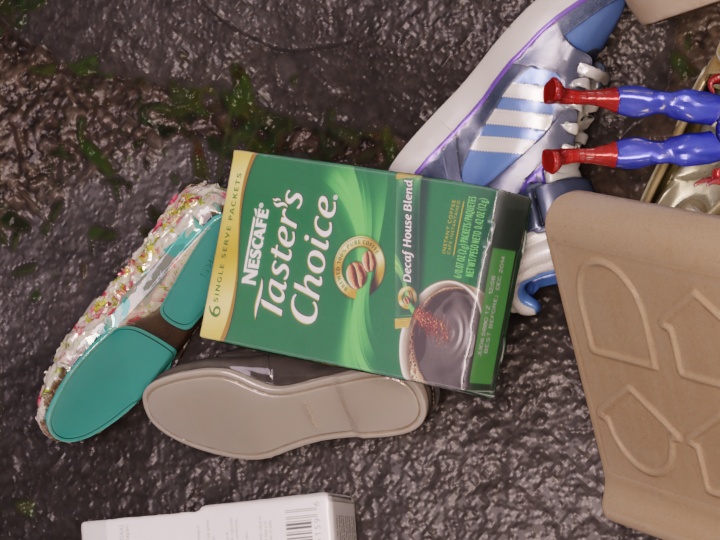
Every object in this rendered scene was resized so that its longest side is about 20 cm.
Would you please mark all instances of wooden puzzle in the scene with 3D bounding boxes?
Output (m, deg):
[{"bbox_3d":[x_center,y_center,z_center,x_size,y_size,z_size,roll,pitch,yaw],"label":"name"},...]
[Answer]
[{"bbox_3d":[0.186,0.058,1.454,0.185,0.046,0.201,14,119,57],"label":"wooden puzzle"}]

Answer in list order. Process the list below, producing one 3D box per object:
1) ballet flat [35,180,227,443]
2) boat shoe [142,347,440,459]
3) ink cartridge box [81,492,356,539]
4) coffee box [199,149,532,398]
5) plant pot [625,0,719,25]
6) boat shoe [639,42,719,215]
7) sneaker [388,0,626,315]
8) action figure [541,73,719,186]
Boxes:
[{"bbox_3d":[-0.139,0.024,1.663,0.200,0.076,0.064,-48,37,5],"label":"ballet flat"},{"bbox_3d":[-0.039,0.075,1.617,0.199,0.057,0.067,-4,116,26],"label":"boat shoe"},{"bbox_3d":[-0.084,0.247,1.608,0.173,0.044,0.201,-8,79,22],"label":"ink cartridge box"},{"bbox_3d":[0.000,0.000,1.542,0.199,0.044,0.124,12,90,35],"label":"coffee box"},{"bbox_3d":[0.194,-0.242,1.506,0.199,0.200,0.175,-17,93,19],"label":"plant pot"},{"bbox_3d":[0.218,-0.081,1.522,0.073,0.063,0.201,35,96,23],"label":"boat shoe"},{"bbox_3d":[0.125,-0.068,1.555,0.200,0.081,0.147,-46,74,8],"label":"sneaker"},{"bbox_3d":[0.205,-0.080,1.475,0.199,0.052,0.066,-1,90,-8],"label":"action figure"}]
